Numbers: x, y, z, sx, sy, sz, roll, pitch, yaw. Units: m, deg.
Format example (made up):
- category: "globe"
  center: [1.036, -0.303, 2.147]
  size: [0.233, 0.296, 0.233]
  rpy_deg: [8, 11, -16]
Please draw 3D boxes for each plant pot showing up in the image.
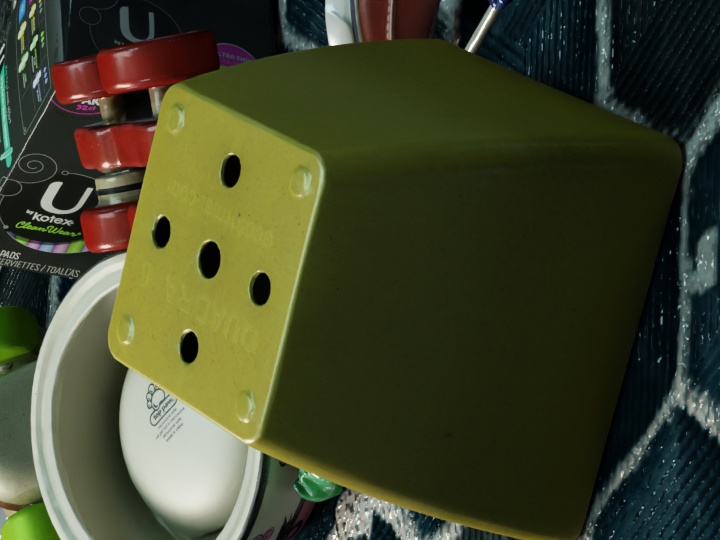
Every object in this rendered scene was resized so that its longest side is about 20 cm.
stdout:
- category: "plant pot"
  center: [0.000, 0.000, 1.371]
  size: [0.200, 0.176, 0.200]
  rpy_deg: [29, 108, 49]

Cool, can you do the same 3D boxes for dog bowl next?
- category: "dog bowl"
  center: [-0.098, 0.087, 1.675]
  size: [0.200, 0.074, 0.201]
  rpy_deg: [1, 91, 45]

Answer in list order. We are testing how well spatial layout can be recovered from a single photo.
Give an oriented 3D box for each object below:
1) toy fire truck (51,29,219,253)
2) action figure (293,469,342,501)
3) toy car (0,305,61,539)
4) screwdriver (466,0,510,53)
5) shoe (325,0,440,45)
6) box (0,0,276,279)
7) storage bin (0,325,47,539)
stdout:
- category: "toy fire truck"
  center: [-0.073, -0.081, 1.652]
  size: [0.200, 0.168, 0.112]
  rpy_deg: [-1, 101, 66]
- category: "action figure"
  center: [0.005, 0.045, 1.554]
  size: [0.118, 0.055, 0.200]
  rpy_deg: [-112, 38, -48]
- category: "toy car"
  center: [-0.170, 0.126, 1.874]
  size: [0.200, 0.158, 0.165]
  rpy_deg: [91, 163, -65]
- category: "screwdriver"
  center: [0.061, -0.128, 1.503]
  size: [0.200, 0.029, 0.028]
  rpy_deg: [-54, 37, 46]
- category: "shoe"
  center: [0.038, -0.175, 1.518]
  size: [0.091, 0.071, 0.200]
  rpy_deg: [8, 107, 28]
- category: "box"
  center: [-0.155, -0.098, 1.857]
  size: [0.200, 0.148, 0.124]
  rpy_deg: [126, 146, -46]
- category: "storage bin"
  center: [-0.282, 0.124, 2.115]
  size: [0.134, 0.145, 0.200]
  rpy_deg: [-66, -3, -63]
